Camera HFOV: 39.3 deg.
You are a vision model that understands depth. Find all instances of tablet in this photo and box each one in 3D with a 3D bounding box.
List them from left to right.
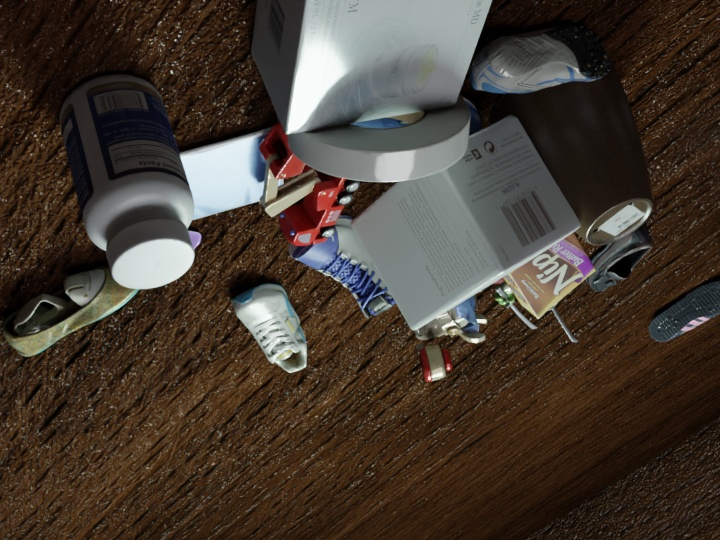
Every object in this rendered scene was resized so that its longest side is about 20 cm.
[{"bbox_3d":[-0.187,-0.106,1.202,0.197,0.014,0.131,-18,150,-12],"label":"tablet"}]

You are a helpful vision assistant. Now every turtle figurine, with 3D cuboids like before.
[{"bbox_3d":[0.247,0.039,1.598,0.191,0.144,0.203,2,117,-16],"label":"turtle figurine"}]

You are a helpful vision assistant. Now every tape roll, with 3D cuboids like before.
[{"bbox_3d":[0.020,-0.158,1.077,0.200,0.203,0.038,-12,125,-18],"label":"tape roll"}]

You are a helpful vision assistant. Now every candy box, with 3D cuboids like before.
[{"bbox_3d":[0.245,-0.041,1.459,0.116,0.056,0.201,-38,119,-3],"label":"candy box"}]

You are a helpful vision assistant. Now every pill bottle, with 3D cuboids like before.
[{"bbox_3d":[-0.229,-0.087,1.008,0.109,0.202,0.111,-17,151,-10],"label":"pill bottle"}]

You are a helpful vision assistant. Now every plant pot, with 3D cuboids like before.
[{"bbox_3d":[0.289,-0.141,1.294,0.184,0.202,0.188,-18,151,-10],"label":"plant pot"}]

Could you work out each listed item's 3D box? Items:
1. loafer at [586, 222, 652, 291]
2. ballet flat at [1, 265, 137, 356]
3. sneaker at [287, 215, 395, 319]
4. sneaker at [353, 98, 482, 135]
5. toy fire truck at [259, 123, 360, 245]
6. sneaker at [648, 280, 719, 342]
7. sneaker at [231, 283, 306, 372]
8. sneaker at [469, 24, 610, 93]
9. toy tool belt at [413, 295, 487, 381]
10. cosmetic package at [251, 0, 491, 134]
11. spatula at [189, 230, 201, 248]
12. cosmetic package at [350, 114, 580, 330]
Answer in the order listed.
[{"bbox_3d":[0.452,-0.013,1.764,0.071,0.064,0.201,-12,149,-19],"label":"loafer"},{"bbox_3d":[-0.368,0.042,1.270,0.198,0.071,0.071,-30,151,11],"label":"ballet flat"},{"bbox_3d":[0.000,0.000,1.407,0.080,0.116,0.198,-40,147,27],"label":"sneaker"},{"bbox_3d":[0.061,-0.158,1.215,0.197,0.090,0.079,-11,150,-21],"label":"sneaker"},{"bbox_3d":[-0.073,-0.099,1.237,0.140,0.049,0.201,-13,149,-35],"label":"toy fire truck"},{"bbox_3d":[0.698,0.082,2.114,0.198,0.071,0.082,-30,167,17],"label":"sneaker"},{"bbox_3d":[-0.126,0.085,1.493,0.076,0.082,0.200,-25,150,7],"label":"sneaker"},{"bbox_3d":[0.216,-0.250,1.211,0.197,0.073,0.072,-9,174,-29],"label":"sneaker"},{"bbox_3d":[0.128,0.045,1.401,0.121,0.203,0.125,-12,162,1],"label":"toy tool belt"},{"bbox_3d":[0.011,-0.256,0.986,0.197,0.124,0.200,-14,150,-19],"label":"cosmetic package"},{"bbox_3d":[-0.285,0.009,1.312,0.199,0.021,0.056,-33,165,21],"label":"spatula"},{"bbox_3d":[0.128,-0.058,1.267,0.166,0.168,0.200,-27,173,-39],"label":"cosmetic package"}]
